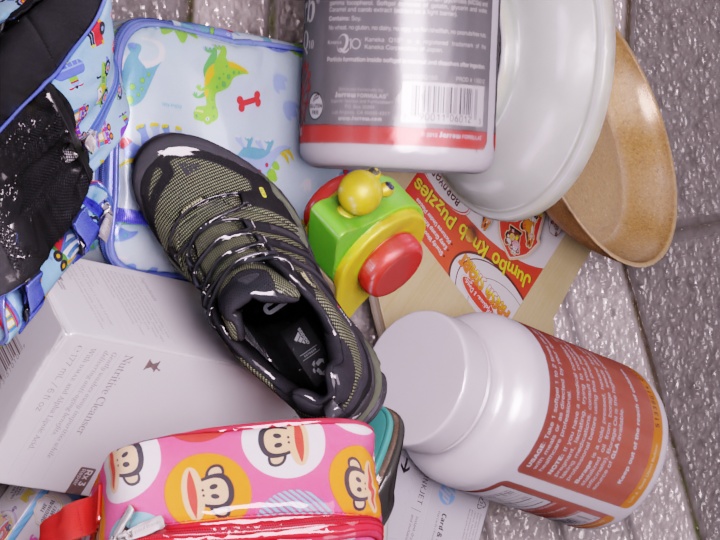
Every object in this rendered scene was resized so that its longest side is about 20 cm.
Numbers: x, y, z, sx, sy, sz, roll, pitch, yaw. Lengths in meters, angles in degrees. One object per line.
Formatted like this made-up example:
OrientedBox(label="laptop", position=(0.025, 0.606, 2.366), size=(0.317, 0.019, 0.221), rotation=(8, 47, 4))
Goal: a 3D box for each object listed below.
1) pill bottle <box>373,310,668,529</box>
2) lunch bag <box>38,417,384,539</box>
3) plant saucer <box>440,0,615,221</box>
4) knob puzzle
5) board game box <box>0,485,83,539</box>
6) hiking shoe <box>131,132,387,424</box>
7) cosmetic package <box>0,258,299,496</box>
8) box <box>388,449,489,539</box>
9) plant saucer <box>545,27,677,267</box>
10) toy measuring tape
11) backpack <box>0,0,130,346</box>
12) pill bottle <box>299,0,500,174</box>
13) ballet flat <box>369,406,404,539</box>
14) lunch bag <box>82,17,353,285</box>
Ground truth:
OrientedBox(label="pill bottle", position=(0.096, 0.090, 1.730), size=(0.199, 0.112, 0.113), rotation=(22, 73, -46))
OrientedBox(label="lunch bag", position=(-0.086, 0.142, 1.486), size=(0.175, 0.200, 0.083), rotation=(-3, 69, -12))
OrientedBox(label="plant saucer", position=(0.077, -0.131, 1.663), size=(0.050, 0.200, 0.202), rotation=(2, 86, -32))
OrientedBox(label="knob puzzle", position=(0.062, -0.019, 1.791), size=(0.219, 0.030, 0.221), rotation=(2, 86, -42))
OrientedBox(label="board game box", position=(-0.194, 0.230, 1.550), size=(0.135, 0.034, 0.200), rotation=(51, 58, -28))
OrientedBox(label="hiking shoe", position=(-0.057, -0.001, 1.499), size=(0.076, 0.101, 0.200), rotation=(-39, 80, 0))
OrientedBox(label="cosmetic package", position=(-0.124, 0.067, 1.560), size=(0.199, 0.081, 0.113), rotation=(12, 121, -38))
OrientedBox(label="box", position=(-0.016, 0.176, 1.707), size=(0.199, 0.041, 0.157), rotation=(27, 71, -36))
OrientedBox(label="plant saucer", position=(0.146, -0.093, 1.833), size=(0.200, 0.035, 0.201), rotation=(36, 43, -43))
OrientedBox(label="toy measuring tape", position=(0.000, 0.000, 1.602), size=(0.074, 0.073, 0.200), rotation=(-53, 164, -30))
OrientedBox(label="backpack", position=(-0.208, -0.068, 1.467), size=(0.200, 0.182, 0.135), rotation=(-57, 131, -41))
OrientedBox(label="pill bottle", position=(0.025, -0.158, 1.592), size=(0.115, 0.115, 0.202), rotation=(2, 91, -41))
OrientedBox(label="ballet flat", position=(-0.028, 0.174, 1.633), size=(0.200, 0.068, 0.068), rotation=(-54, 131, -16))
OrientedBox(label="lunch bag", position=(-0.087, -0.060, 1.631), size=(0.199, 0.082, 0.162), rotation=(9, 85, -40))
